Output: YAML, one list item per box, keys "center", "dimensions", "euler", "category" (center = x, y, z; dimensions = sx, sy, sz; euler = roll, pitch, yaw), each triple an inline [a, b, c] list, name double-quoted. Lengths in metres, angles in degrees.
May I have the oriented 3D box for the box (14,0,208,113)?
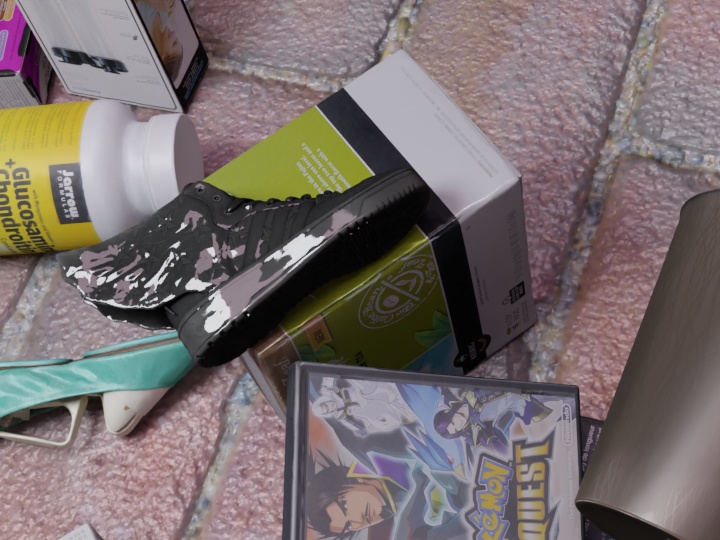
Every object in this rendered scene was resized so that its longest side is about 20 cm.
- center: [-0.206, -0.214, 1.079]
  dimensions: [0.116, 0.200, 0.060]
  euler: [11, 62, 19]
  category: "box"

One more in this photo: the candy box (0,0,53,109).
- center: [-0.363, -0.202, 1.185]
  dimensions: [0.199, 0.061, 0.137]
  euler: [-1, 61, 10]
  category: "candy box"

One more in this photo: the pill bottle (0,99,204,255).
- center: [-0.227, -0.072, 1.053]
  dimensions: [0.199, 0.112, 0.113]
  euler: [-5, 60, 9]
  category: "pill bottle"

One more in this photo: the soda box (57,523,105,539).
- center: [-0.243, 0.252, 0.900]
  dimensions: [0.199, 0.064, 0.068]
  euler: [-30, 59, -6]
  category: "soda box"

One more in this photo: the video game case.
- center: [0.044, 0.158, 0.793]
  dimensions: [0.180, 0.026, 0.201]
  euler: [6, 71, -14]
  category: "video game case"

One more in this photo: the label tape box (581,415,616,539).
- center: [0.154, 0.173, 0.864]
  dimensions: [0.199, 0.063, 0.145]
  euler: [12, 65, 17]
  category: "label tape box"

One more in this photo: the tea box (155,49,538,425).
- center: [0.000, 0.000, 0.915]
  dimensions: [0.196, 0.200, 0.134]
  euler: [-34, 61, -7]
  category: "tea box"

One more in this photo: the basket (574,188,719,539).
- center: [0.216, 0.072, 0.793]
  dimensions: [0.201, 0.136, 0.180]
  euler: [-60, 24, -13]
  category: "basket"

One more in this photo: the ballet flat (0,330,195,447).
- center: [-0.198, 0.090, 0.992]
  dimensions: [0.199, 0.067, 0.071]
  euler: [-10, 83, 6]
  category: "ballet flat"

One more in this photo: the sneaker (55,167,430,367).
- center: [-0.066, -0.022, 0.789]
  dimensions: [0.199, 0.060, 0.104]
  euler: [-37, 66, -5]
  category: "sneaker"
